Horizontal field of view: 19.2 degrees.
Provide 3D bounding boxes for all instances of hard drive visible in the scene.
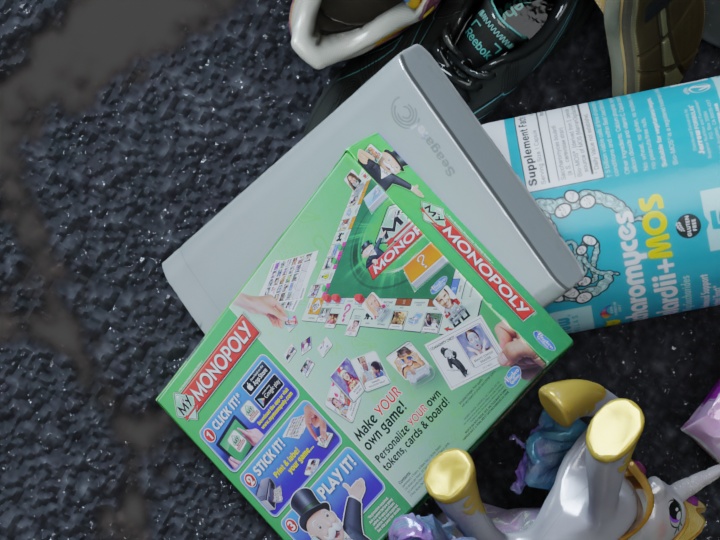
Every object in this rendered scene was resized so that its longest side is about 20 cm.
[{"bbox_3d":[0.000,0.000,1.027,0.132,0.200,0.026,54,41,3],"label":"hard drive"}]

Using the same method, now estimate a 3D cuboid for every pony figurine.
[{"bbox_3d":[0.085,0.141,0.994,0.193,0.200,0.167,-47,60,1],"label":"pony figurine"}]

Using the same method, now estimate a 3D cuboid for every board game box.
[{"bbox_3d":[-0.004,0.049,1.015,0.135,0.200,0.029,47,40,9],"label":"board game box"}]

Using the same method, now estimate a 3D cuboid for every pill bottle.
[{"bbox_3d":[0.118,-0.028,1.053,0.198,0.111,0.112,-11,86,6],"label":"pill bottle"}]

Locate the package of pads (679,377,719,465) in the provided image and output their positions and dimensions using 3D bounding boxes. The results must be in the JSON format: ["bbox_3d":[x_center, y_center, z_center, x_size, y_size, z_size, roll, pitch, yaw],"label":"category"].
[{"bbox_3d":[0.271,0.098,1.073,0.200,0.076,0.121,41,83,1],"label":"package of pads"}]

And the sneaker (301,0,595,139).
[{"bbox_3d":[0.041,-0.104,1.079,0.075,0.079,0.200,44,86,1],"label":"sneaker"}]

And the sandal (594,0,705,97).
[{"bbox_3d":[0.137,-0.161,1.047,0.054,0.201,0.080,33,57,28],"label":"sandal"}]

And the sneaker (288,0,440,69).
[{"bbox_3d":[0.042,-0.172,1.035,0.075,0.090,0.200,38,122,-13],"label":"sneaker"}]

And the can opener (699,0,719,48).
[{"bbox_3d":[0.255,-0.124,1.112,0.199,0.053,0.067,26,119,1],"label":"can opener"}]
